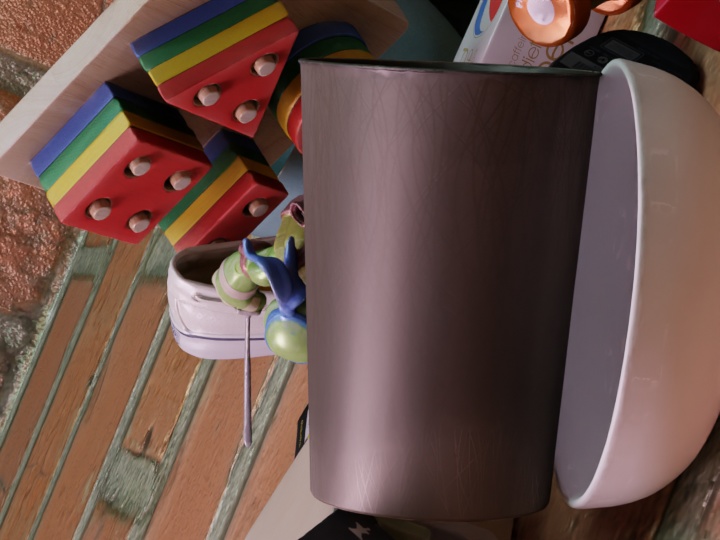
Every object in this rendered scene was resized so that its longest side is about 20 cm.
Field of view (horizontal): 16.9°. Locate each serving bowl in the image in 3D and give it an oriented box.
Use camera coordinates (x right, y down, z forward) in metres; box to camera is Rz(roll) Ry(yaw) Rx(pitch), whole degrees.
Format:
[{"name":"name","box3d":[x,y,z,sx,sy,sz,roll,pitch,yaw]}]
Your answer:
[{"name":"serving bowl","box3d":[0.133,0.009,1.081,0.200,0.065,0.201,-174,90,-86]}]

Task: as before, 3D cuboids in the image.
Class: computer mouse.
[{"name":"computer mouse","box3d":[0.077,-0.070,1.270,0.200,0.140,0.046,-41,-36,-34]}]

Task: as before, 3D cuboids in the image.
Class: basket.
[{"name":"basket","box3d":[0.036,0.006,1.111,0.180,0.135,0.201,-149,61,-76]}]

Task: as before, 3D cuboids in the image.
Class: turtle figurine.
[{"name":"turtle figurine","box3d":[0.000,0.000,1.344,0.143,0.200,0.194,-4,48,39]}]

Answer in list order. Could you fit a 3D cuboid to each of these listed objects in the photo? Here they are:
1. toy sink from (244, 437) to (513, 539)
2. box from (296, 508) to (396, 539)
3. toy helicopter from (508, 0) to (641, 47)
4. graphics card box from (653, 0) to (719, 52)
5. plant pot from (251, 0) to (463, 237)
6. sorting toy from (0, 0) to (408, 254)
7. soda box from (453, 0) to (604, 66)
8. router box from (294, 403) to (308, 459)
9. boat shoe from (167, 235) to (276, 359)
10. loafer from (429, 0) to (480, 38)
[{"name":"toy sink","box3d":[0.009,0.162,1.263,0.200,0.112,0.131,121,165,-47]},{"name":"box","box3d":[-0.020,0.233,1.119,0.104,0.148,0.200,-32,-22,-53]},{"name":"toy helicopter","box3d":[0.117,-0.227,1.293,0.079,0.132,0.200,-30,-21,-44]},{"name":"graphics card box","box3d":[0.213,-0.226,1.246,0.126,0.051,0.201,-49,21,54]},{"name":"plant pot","box3d":[0.013,-0.095,1.612,0.201,0.134,0.200,-59,16,28]},{"name":"sorting toy","box3d":[-0.081,-0.091,1.408,0.199,0.200,0.070,-44,59,18]},{"name":"soda box","box3d":[0.095,-0.124,1.499,0.201,0.063,0.068,-66,14,1]},{"name":"router box","box3d":[0.006,0.116,1.467,0.200,0.051,0.149,-86,22,-53]},{"name":"boat shoe","box3d":[-0.016,-0.004,1.428,0.075,0.201,0.086,-91,-4,-47]},{"name":"loafer","box3d":[0.060,-0.197,1.729,0.201,0.073,0.071,-66,13,-1]}]
